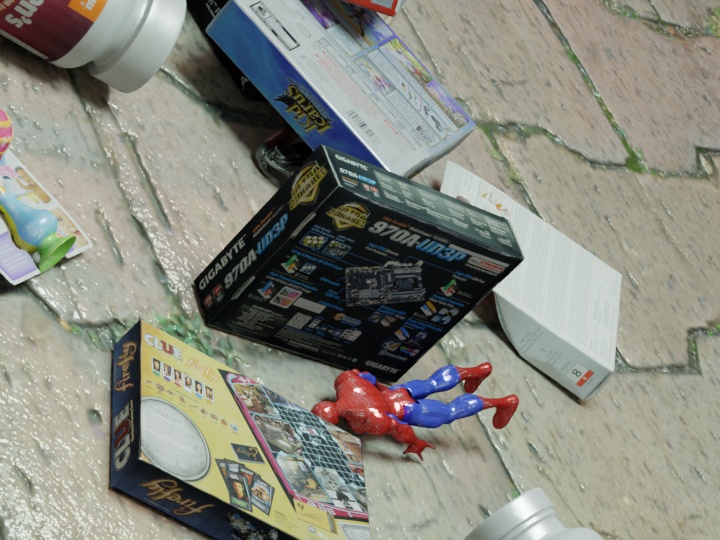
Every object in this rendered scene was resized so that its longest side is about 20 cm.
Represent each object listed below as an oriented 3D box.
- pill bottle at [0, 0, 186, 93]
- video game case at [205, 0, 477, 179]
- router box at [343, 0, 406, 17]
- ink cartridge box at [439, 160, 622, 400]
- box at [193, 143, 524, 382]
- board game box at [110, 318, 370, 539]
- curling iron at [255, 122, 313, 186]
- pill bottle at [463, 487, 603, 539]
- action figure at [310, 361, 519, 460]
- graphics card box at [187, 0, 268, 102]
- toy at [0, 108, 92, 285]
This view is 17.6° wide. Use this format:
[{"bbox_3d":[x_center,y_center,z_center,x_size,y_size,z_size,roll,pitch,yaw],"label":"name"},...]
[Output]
[{"bbox_3d":[-0.236,-0.221,1.748,0.199,0.110,0.110,30,32,-27],"label":"pill bottle"},{"bbox_3d":[-0.013,-0.159,1.937,0.200,0.045,0.181,48,31,4],"label":"video game case"},{"bbox_3d":[-0.029,-0.294,1.997,0.178,0.049,0.200,19,25,5],"label":"router box"},{"bbox_3d":[0.138,0.008,2.047,0.199,0.050,0.163,31,31,-10],"label":"ink cartridge box"},{"bbox_3d":[0.000,0.000,1.735,0.199,0.159,0.046,19,37,-40],"label":"box"},{"bbox_3d":[-0.080,0.131,1.589,0.199,0.035,0.136,31,32,-27],"label":"board game box"},{"bbox_3d":[-0.031,-0.123,1.962,0.050,0.026,0.200,48,38,-5],"label":"curling iron"},{"bbox_3d":[0.159,0.259,1.679,0.201,0.104,0.104,55,29,14],"label":"pill bottle"},{"bbox_3d":[0.035,0.104,1.768,0.199,0.052,0.066,1,46,-47],"label":"action figure"},{"bbox_3d":[-0.094,-0.235,2.022,0.125,0.051,0.201,2,53,-54],"label":"graphics card box"},{"bbox_3d":[-0.267,-0.086,1.598,0.200,0.047,0.115,49,27,4],"label":"toy"}]
